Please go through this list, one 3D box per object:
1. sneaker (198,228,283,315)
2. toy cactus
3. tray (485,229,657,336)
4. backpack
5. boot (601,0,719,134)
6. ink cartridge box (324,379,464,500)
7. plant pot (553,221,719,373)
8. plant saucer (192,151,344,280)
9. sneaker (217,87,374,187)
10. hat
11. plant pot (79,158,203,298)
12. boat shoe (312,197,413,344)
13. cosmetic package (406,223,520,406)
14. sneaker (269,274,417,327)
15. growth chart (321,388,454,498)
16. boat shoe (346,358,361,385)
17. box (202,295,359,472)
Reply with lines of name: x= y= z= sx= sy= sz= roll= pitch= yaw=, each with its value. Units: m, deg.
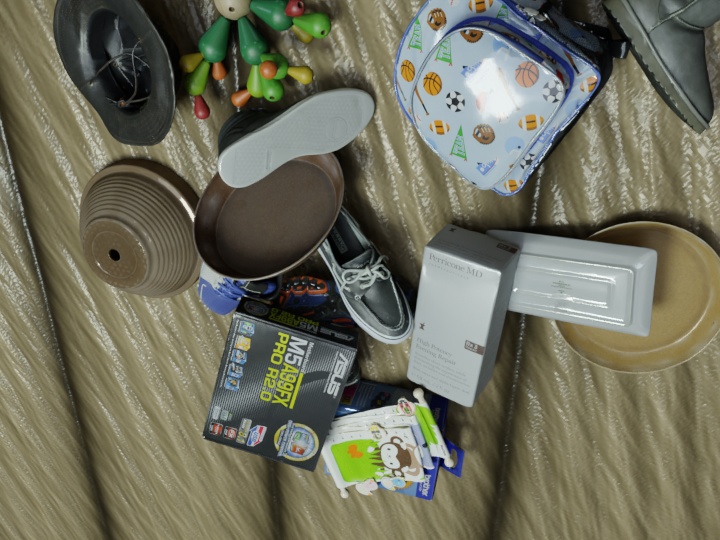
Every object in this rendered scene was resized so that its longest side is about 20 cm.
sneaker: x=-0.152 y=0.001 z=0.840 sx=0.080 sy=0.116 sz=0.199 roll=29 pitch=124 yaw=-23
toy cactus: x=-0.135 y=-0.268 z=0.731 sx=0.197 sy=0.102 sz=0.168 roll=-15 pitch=102 yaw=32
tray: x=0.237 y=0.016 z=0.761 sx=0.197 sy=0.022 sz=0.109 roll=10 pitch=120 yaw=32
backpack: x=0.127 y=-0.190 z=0.653 sx=0.190 sy=0.154 sz=0.201 roll=42 pitch=127 yaw=10
boot: x=0.354 y=-0.255 z=0.605 sx=0.199 sy=0.073 sz=0.182 roll=-35 pitch=105 yaw=21
ink cartridge box: x=0.052 y=0.243 z=0.937 sx=0.196 sy=0.077 sz=0.139 roll=9 pitch=119 yaw=10
plant pot: x=0.328 y=0.031 z=0.774 sx=0.196 sy=0.028 sz=0.204 roll=7 pitch=118 yaw=12
plant saucer: x=-0.106 y=-0.071 z=0.777 sx=0.196 sy=0.204 sz=0.035 roll=-6 pitch=149 yaw=19
sneaker: x=-0.085 y=-0.173 z=0.765 sx=0.197 sy=0.099 sz=0.072 roll=-27 pitch=127 yaw=-9
hat: x=-0.265 y=-0.254 z=0.767 sx=0.198 sy=0.081 sz=0.204 roll=20 pitch=129 yaw=27
plant pot: x=-0.312 y=-0.041 z=0.890 sx=0.197 sy=0.093 sz=0.204 roll=7 pitch=117 yaw=14
boat shoe: x=0.002 y=-0.002 z=0.796 sx=0.073 sy=0.068 sz=0.202 roll=-27 pitch=83 yaw=-10
cosmetic package: x=0.123 y=0.057 z=0.804 sx=0.100 sy=0.074 sz=0.203 roll=20 pitch=125 yaw=25
sneaker: x=-0.019 y=0.042 z=0.863 sx=0.196 sy=0.079 sz=0.077 roll=4 pitch=77 yaw=1
growth chart: x=0.029 y=0.245 z=0.892 sx=0.197 sy=0.018 sz=0.146 roll=-23 pitch=107 yaw=25
boat shoe: x=-0.094 y=0.131 z=0.920 sx=0.196 sy=0.073 sz=0.068 roll=0 pitch=149 yaw=25
box: x=-0.104 y=0.149 z=0.833 sx=0.157 sy=0.044 sz=0.203 roll=18 pitch=114 yaw=-4
